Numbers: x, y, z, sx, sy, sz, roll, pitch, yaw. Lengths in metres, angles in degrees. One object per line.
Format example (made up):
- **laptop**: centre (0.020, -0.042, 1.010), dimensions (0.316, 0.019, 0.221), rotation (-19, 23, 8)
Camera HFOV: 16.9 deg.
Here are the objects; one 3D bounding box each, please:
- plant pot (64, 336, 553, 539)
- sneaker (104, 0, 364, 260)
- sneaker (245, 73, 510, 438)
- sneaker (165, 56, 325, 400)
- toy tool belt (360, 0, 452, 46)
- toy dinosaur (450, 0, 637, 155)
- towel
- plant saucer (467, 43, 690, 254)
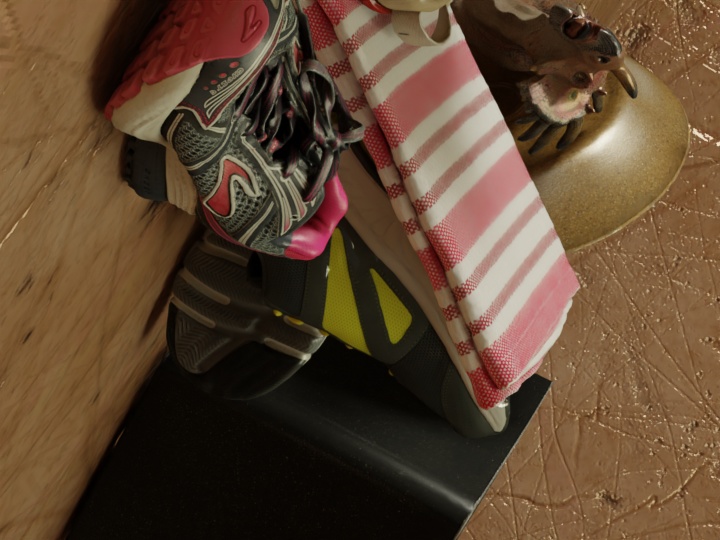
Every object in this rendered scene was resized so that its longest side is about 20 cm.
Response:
- **plant pot**: centre (-0.037, 0.120, 1.296), dimensions (0.200, 0.177, 0.200), rotation (-60, 173, 23)
- **sneaker**: centre (-0.035, -0.058, 0.841), dimensions (0.081, 0.075, 0.200), rotation (-57, 174, -10)
- **sneaker**: centre (0.000, 0.000, 1.052), dimensions (0.085, 0.200, 0.074), rotation (-22, -149, 18)
- **sneaker**: centre (-0.019, -0.036, 1.135), dimensions (0.200, 0.075, 0.116), rotation (-62, 176, 30)
- **toy tool belt**: centre (0.089, -0.177, 0.968), dimensions (0.200, 0.123, 0.125), rotation (-58, 137, -28)
- **toy dinosaur**: centre (0.084, -0.124, 1.226), dimensions (0.086, 0.136, 0.200), rotation (-60, 175, 21)
- **towel**: centre (0.030, -0.050, 1.020), dimensions (0.030, 0.200, 0.146), rotation (-23, -173, 20)
- **plant saucer**: centre (0.070, -0.074, 1.266), dimensions (0.200, 0.200, 0.035), rotation (-53, 142, -41)
